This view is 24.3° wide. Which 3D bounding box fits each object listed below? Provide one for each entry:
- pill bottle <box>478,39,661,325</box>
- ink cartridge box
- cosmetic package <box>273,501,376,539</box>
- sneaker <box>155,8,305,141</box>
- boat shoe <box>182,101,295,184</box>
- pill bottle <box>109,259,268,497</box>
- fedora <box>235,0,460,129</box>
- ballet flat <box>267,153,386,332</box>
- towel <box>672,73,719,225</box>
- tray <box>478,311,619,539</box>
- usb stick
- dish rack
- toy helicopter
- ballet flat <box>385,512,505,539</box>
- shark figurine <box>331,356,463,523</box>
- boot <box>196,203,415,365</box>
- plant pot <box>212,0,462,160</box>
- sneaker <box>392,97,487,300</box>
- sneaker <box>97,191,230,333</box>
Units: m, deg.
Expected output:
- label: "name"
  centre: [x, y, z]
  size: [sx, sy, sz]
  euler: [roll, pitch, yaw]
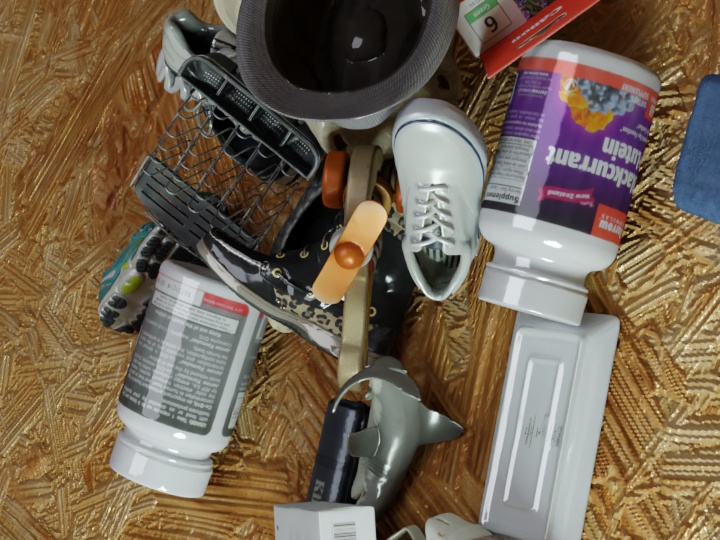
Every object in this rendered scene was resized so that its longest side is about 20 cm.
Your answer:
- label: "pill bottle"
  centre: [0.154, -0.065, 1.280]
  size: [0.111, 0.111, 0.202]
  euler: [14, 89, 48]
- label: "ink cartridge box"
  centre: [0.118, -0.226, 1.322]
  size: [0.109, 0.050, 0.200]
  euler: [-35, 20, 10]
- label: "cosmetic package"
  centre: [-0.026, 0.290, 1.346]
  size: [0.151, 0.051, 0.202]
  euler: [163, 104, -70]
- label: "sneaker"
  centre: [-0.105, -0.180, 1.563]
  size: [0.198, 0.081, 0.075]
  euler: [24, 53, 13]
- label: "boat shoe"
  centre: [-0.125, -0.157, 1.645]
  size: [0.075, 0.062, 0.201]
  euler: [-50, 48, 22]
- label: "pill bottle"
  centre: [-0.163, 0.101, 1.571]
  size: [0.113, 0.113, 0.202]
  euler: [21, 94, 48]
- label: "fedora"
  centre: [-0.003, -0.183, 1.298]
  size: [0.175, 0.090, 0.202]
  euler: [-5, 65, 13]
- label: "ballet flat"
  centre: [-0.036, -0.037, 1.507]
  size: [0.057, 0.066, 0.202]
  euler: [-112, 46, -81]
- label: "towel"
  centre: [0.312, -0.071, 1.158]
  size: [0.199, 0.048, 0.113]
  euler: [21, 94, 47]
- label: "tray"
  centre: [0.139, 0.128, 1.305]
  size: [0.107, 0.022, 0.202]
  euler: [6, 83, 47]
- label: "usb stick"
  centre: [-0.029, 0.210, 1.454]
  size: [0.055, 0.032, 0.202]
  euler: [11, 87, 47]
- label: "dish rack"
  centre: [-0.131, -0.092, 1.552]
  size: [0.153, 0.055, 0.200]
  euler: [39, 123, 3]
- label: "toy helicopter"
  centre: [0.000, 0.000, 1.346]
  size: [0.078, 0.132, 0.202]
  euler: [5, 99, 6]
- label: "ballet flat"
  centre: [0.057, 0.230, 1.318]
  size: [0.199, 0.068, 0.068]
  euler: [-28, 70, 42]
- label: "shark figurine"
  centre: [0.039, 0.117, 1.361]
  size: [0.089, 0.215, 0.129]
  euler: [15, 54, 12]
- label: "boot"
  centre: [-0.030, -0.021, 1.452]
  size: [0.199, 0.073, 0.151]
  euler: [33, 101, 14]
- label: "plant pot"
  centre: [-0.005, -0.202, 1.442]
  size: [0.200, 0.199, 0.185]
  euler: [-44, 56, 29]
- label: "sneaker"
  centre: [0.063, -0.050, 1.285]
  size: [0.072, 0.201, 0.071]
  euler: [2, 56, 13]
- label: "sneaker"
  centre: [-0.208, -0.021, 1.690]
  size: [0.200, 0.077, 0.080]
  euler: [-41, 43, 32]
